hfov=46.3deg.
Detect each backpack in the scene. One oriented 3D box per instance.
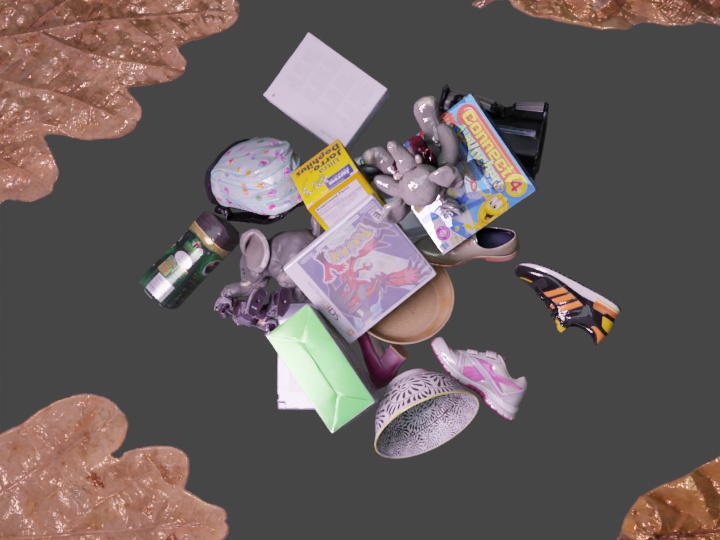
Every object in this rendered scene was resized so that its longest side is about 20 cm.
[{"bbox_3d":[-0.185,-0.170,1.547,0.199,0.127,0.167,19,61,45],"label":"backpack"}]

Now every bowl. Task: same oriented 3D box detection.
[{"bbox_3d":[0.100,0.237,1.488,0.200,0.201,0.095,-32,54,6],"label":"bowl"}]

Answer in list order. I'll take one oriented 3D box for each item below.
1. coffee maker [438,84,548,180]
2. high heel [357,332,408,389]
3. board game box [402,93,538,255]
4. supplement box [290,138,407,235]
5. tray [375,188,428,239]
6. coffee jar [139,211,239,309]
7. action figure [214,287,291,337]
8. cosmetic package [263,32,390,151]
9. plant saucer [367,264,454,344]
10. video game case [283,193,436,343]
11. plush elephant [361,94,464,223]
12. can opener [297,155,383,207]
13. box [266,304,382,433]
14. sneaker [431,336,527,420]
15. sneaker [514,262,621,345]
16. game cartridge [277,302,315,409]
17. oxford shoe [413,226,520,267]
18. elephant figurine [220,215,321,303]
[{"bbox_3d":[0.231,-0.224,1.529,0.198,0.135,0.194,13,102,13],"label":"coffee maker"},{"bbox_3d":[-0.004,0.125,1.569,0.200,0.067,0.096,43,116,8],"label":"high heel"},{"bbox_3d":[0.170,-0.165,1.454,0.195,0.056,0.201,-36,88,19],"label":"board game box"},{"bbox_3d":[-0.017,-0.111,1.487,0.108,0.200,0.110,-35,43,5],"label":"supplement box"},{"bbox_3d":[0.092,-0.113,1.590,0.198,0.022,0.109,-13,83,9],"label":"tray"},{"bbox_3d":[-0.324,-0.023,1.620,0.200,0.104,0.085,-45,81,3],"label":"coffee jar"},{"bbox_3d":[-0.200,0.076,1.550,0.129,0.200,0.070,18,70,-20],"label":"action figure"},{"bbox_3d":[-0.065,-0.338,1.628,0.199,0.052,0.151,38,90,12],"label":"cosmetic package"},{"bbox_3d":[0.071,0.048,1.541,0.198,0.036,0.202,2,61,-3],"label":"plant saucer"},{"bbox_3d":[0.000,0.000,1.443,0.199,0.023,0.183,-39,106,8],"label":"video game case"},{"bbox_3d":[0.091,-0.161,1.366,0.164,0.155,0.201,-33,88,19],"label":"plush elephant"},{"bbox_3d":[-0.045,-0.177,1.605,0.198,0.066,0.053,-19,82,13],"label":"can opener"},{"bbox_3d":[-0.056,0.170,1.477,0.096,0.176,0.201,-35,82,0],"label":"box"},{"bbox_3d":[0.217,0.177,1.514,0.199,0.081,0.089,38,88,6],"label":"sneaker"},{"bbox_3d":[0.355,0.059,1.497,0.199,0.070,0.091,27,87,10],"label":"sneaker"},{"bbox_3d":[-0.091,0.161,1.592,0.132,0.040,0.203,-1,84,14],"label":"game cartridge"},{"bbox_3d":[0.190,-0.053,1.532,0.198,0.074,0.072,-7,68,7],"label":"oxford shoe"},{"bbox_3d":[-0.172,-0.020,1.586,0.198,0.142,0.156,14,58,27],"label":"elephant figurine"}]
